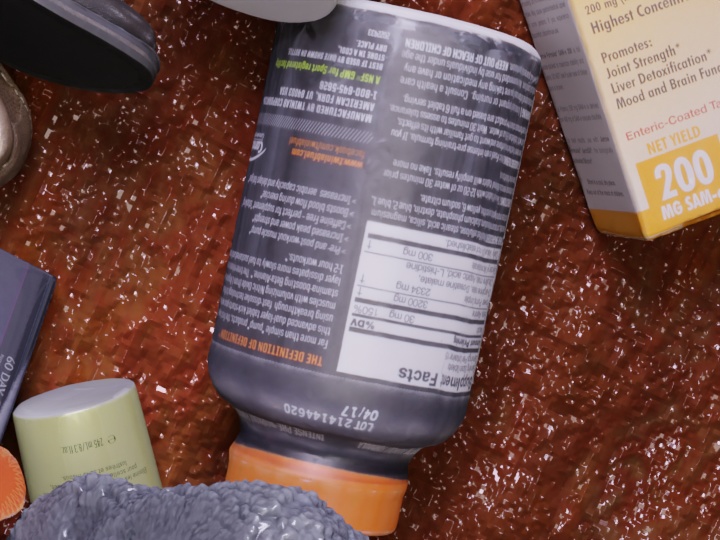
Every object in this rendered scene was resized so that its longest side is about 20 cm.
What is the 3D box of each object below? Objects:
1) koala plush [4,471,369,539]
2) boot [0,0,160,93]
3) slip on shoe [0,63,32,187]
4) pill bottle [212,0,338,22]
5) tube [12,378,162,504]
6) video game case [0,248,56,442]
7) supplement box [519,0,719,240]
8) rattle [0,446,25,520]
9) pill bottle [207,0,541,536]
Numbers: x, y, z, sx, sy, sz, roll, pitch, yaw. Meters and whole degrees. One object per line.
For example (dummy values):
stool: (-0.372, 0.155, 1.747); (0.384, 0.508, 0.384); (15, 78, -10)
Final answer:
koala plush: (-0.043, 0.176, 0.736); (0.200, 0.183, 0.178); (30, 75, -39)
boot: (-0.122, -0.182, 0.748); (0.200, 0.069, 0.174); (36, 68, -9)
slip on shoe: (-0.207, -0.105, 0.758); (0.076, 0.061, 0.200); (-43, 99, -4)
pill bottle: (-0.010, -0.197, 0.733); (0.110, 0.111, 0.201); (25, 73, -10)
tube: (-0.093, 0.145, 0.803); (0.058, 0.052, 0.201); (-5, 102, 30)
video game case: (-0.218, 0.026, 0.727); (0.200, 0.019, 0.143); (29, 66, -31)
supplement box: (0.131, -0.127, 0.804); (0.126, 0.074, 0.201); (-21, 97, -8)
rattle: (-0.200, 0.108, 0.642); (0.199, 0.143, 0.131); (-4, 100, -16)
pill bottle: (0.000, 0.000, 0.776); (0.106, 0.106, 0.201); (12, 92, -10)
